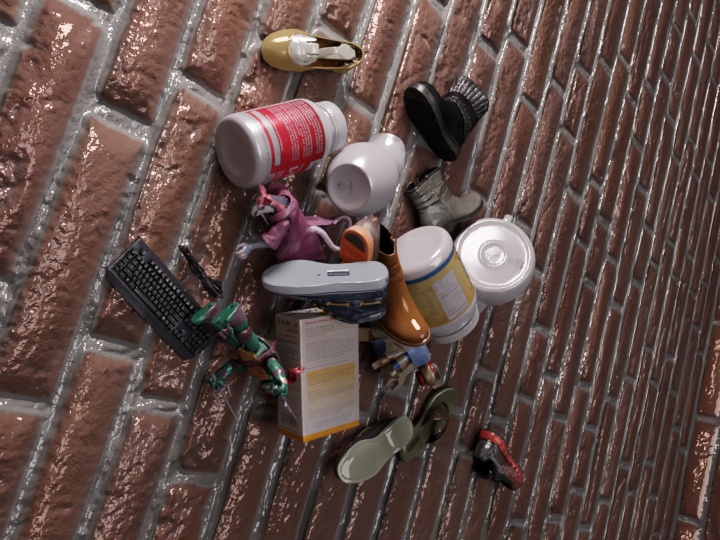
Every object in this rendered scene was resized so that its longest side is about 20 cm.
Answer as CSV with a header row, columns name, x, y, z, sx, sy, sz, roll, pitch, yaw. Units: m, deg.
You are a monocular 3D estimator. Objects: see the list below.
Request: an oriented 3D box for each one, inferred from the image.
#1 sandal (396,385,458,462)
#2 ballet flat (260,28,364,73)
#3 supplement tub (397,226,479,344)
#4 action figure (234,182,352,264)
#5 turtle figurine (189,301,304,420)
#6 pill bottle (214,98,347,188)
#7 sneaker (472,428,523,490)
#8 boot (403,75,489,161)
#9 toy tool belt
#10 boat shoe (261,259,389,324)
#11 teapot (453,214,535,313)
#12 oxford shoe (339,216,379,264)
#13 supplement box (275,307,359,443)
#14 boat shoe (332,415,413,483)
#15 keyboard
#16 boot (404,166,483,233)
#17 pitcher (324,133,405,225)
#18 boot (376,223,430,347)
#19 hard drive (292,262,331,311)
name,x,y,z,sx,sy,sz,roll,pitch,yaw
sandal,0.153,0.331,1.433,0.201,0.057,0.080,-46,124,-32
ballet flat,-0.074,-0.369,1.133,0.199,0.063,0.069,-14,103,-43
supplement tub,0.143,0.031,1.332,0.145,0.144,0.201,-49,126,-30
action figure,-0.108,-0.066,1.065,0.200,0.147,0.135,62,30,-63
turtle figurine,-0.169,0.140,1.026,0.201,0.149,0.101,61,34,-23
pill bottle,-0.119,-0.207,1.069,0.199,0.112,0.113,-26,112,-40
sneaker,0.322,0.469,1.607,0.098,0.070,0.201,-50,124,-29
boot,0.176,-0.343,1.370,0.159,0.079,0.211,-58,140,-15
toy tool belt,0.065,0.163,1.307,0.122,0.125,0.201,-29,115,-4
boat shoe,-0.054,0.040,1.067,0.071,0.198,0.092,-88,178,-53
teapot,0.281,-0.009,1.467,0.198,0.199,0.146,-21,157,-4
oxford shoe,0.000,0.000,1.136,0.073,0.071,0.201,-44,158,-44
supplement box,-0.070,0.166,1.123,0.125,0.073,0.203,-5,97,-42
boat shoe,0.017,0.342,1.297,0.200,0.060,0.072,-24,98,-41
keyboard,-0.272,0.030,1.007,0.127,0.020,0.201,-53,128,-27
boot,0.179,-0.158,1.409,0.199,0.067,0.132,-35,112,-39
pitcher,0.015,-0.143,1.194,0.200,0.120,0.174,-44,135,-63
boot,0.063,0.023,1.186,0.076,0.201,0.156,-17,141,-15
hard drive,-0.071,0.102,1.197,0.135,0.042,0.201,40,67,-39
